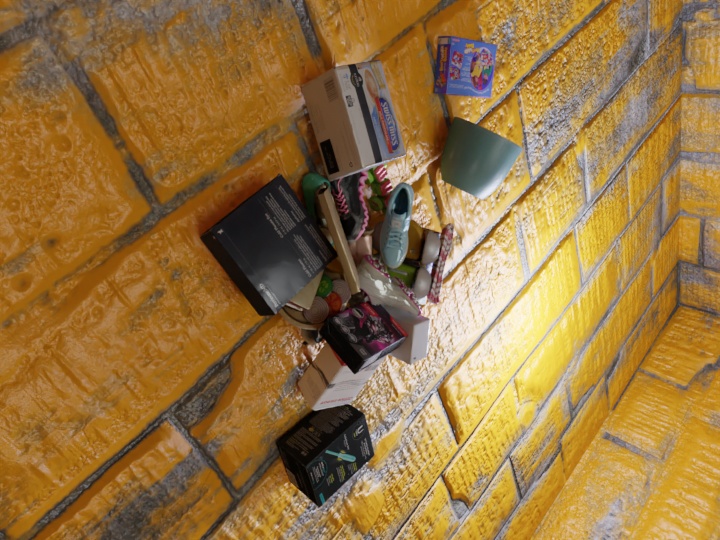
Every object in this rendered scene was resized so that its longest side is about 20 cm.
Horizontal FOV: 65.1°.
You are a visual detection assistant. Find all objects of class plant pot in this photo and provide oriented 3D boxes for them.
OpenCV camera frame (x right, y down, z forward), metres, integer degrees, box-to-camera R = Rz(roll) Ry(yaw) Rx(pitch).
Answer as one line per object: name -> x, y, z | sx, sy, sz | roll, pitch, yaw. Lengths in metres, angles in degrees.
plant pot -> 0.302, -0.287, 1.491 | 0.198, 0.200, 0.164 | 11, 110, -45

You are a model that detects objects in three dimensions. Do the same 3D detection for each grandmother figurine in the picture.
grandmother figurine -> 0.000, 0.000, 1.355 | 0.060, 0.119, 0.205 | -35, 131, -64

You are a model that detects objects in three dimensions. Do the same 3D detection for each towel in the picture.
towel -> 0.205, -0.018, 1.444 | 0.146, 0.029, 0.205 | -53, 157, -87

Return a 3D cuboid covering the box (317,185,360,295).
box -> -0.043, -0.065, 1.139 | 0.021, 0.164, 0.204 | -18, 102, 2

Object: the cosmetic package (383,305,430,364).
cosmetic package -> 0.073, 0.144, 1.401 | 0.070, 0.198, 0.104 | -15, 116, -44

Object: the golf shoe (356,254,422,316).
golf shoe -> 0.060, 0.051, 1.321 | 0.199, 0.076, 0.092 | 41, 103, -16

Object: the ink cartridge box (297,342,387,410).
ink cartridge box -> -0.039, 0.229, 1.348 | 0.145, 0.083, 0.201 | 3, 130, -48

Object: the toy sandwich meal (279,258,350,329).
toy sandwich meal -> -0.109, 0.029, 1.229 | 0.200, 0.070, 0.211 | 3, 81, -19

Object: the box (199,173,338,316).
box -> -0.178, -0.047, 1.110 | 0.182, 0.104, 0.202 | -42, 104, -26

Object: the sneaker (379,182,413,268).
sneaker -> 0.080, -0.106, 1.313 | 0.082, 0.072, 0.205 | -5, 101, -80

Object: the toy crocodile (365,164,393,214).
toy crocodile -> 0.048, -0.208, 1.354 | 0.067, 0.061, 0.203 | -42, 129, -25

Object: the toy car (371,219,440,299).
toy car -> 0.107, -0.029, 1.429 | 0.150, 0.171, 0.205 | -22, 127, -80

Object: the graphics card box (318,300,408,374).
graphics card box -> 0.011, 0.141, 1.263 | 0.198, 0.126, 0.051 | -18, 150, -54

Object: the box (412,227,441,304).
box -> 0.155, -0.013, 1.527 | 0.069, 0.064, 0.205 | 3, 102, -45

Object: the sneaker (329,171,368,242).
sneaker -> -0.035, -0.166, 1.258 | 0.094, 0.078, 0.205 | 11, 74, -44

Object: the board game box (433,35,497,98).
board game box -> 0.276, -0.529, 1.477 | 0.197, 0.044, 0.138 | -11, 112, -42

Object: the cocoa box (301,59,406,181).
cocoa box -> -0.013, -0.309, 1.171 | 0.130, 0.132, 0.204 | -23, 101, -36

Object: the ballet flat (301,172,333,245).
ballet flat -> -0.082, -0.116, 1.252 | 0.067, 0.070, 0.204 | -31, 124, -33

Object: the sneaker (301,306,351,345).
sneaker -> -0.082, 0.130, 1.334 | 0.199, 0.079, 0.131 | 41, 77, -44

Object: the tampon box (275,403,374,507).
tampon box -> -0.084, 0.444, 1.408 | 0.198, 0.125, 0.153 | -33, 126, -32
